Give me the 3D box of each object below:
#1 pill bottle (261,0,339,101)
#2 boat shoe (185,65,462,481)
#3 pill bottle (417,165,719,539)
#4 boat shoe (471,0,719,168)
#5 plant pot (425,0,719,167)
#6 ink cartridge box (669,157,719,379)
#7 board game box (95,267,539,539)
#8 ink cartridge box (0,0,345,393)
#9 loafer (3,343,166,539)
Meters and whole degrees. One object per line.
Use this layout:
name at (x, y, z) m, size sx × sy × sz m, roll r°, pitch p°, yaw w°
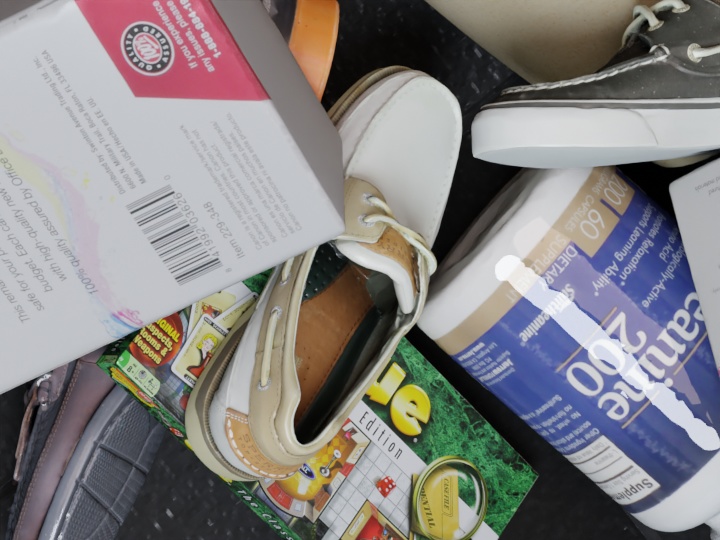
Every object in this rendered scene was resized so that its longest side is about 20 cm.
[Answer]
pill bottle at (-0.112, -0.111, 1.090) m, size 0.199 × 0.106 × 0.107 m, roll 15°, pitch 80°, yaw -12°
boat shoe at (0.000, 0.000, 1.058) m, size 0.075 × 0.068 × 0.200 m, roll 34°, pitch 68°, yaw -26°
pill bottle at (0.131, 0.044, 1.117) m, size 0.200 × 0.111 × 0.111 m, roll 41°, pitch 76°, yaw -5°
boat shoe at (0.133, -0.080, 1.044) m, size 0.199 × 0.071 × 0.064 m, roll -8°, pitch 89°, yaw -25°
plant pot at (0.113, -0.151, 1.124) m, size 0.187 × 0.187 × 0.200 m, roll -46°, pitch 110°, yaw -14°
ink cartridge box at (0.213, 0.045, 1.043) m, size 0.116 × 0.067 × 0.201 m, roll -5°, pitch 76°, yaw -39°
board game box at (-0.014, 0.066, 1.098) m, size 0.200 × 0.023 × 0.105 m, roll 45°, pitch 63°, yaw -22°
ink cartridge box at (-0.124, -0.049, 1.016) m, size 0.200 × 0.086 × 0.148 m, roll -23°, pitch 119°, yaw 14°
loafer at (-0.115, 0.044, 1.099) m, size 0.063 × 0.072 × 0.200 m, roll 18°, pitch 74°, yaw 20°
